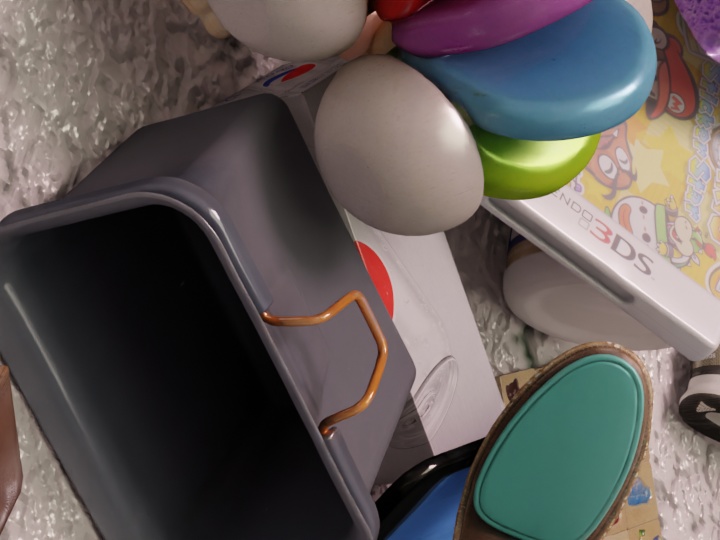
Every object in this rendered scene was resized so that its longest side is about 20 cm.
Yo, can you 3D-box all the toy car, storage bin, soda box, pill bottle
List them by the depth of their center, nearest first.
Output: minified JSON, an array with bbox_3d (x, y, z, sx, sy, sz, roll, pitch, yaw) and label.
[{"bbox_3d":[0.049,-0.124,1.060,0.175,0.150,0.200,-38,100,-32],"label":"toy car"},{"bbox_3d":[-0.050,0.023,1.087,0.200,0.145,0.134,63,32,-23],"label":"storage bin"},{"bbox_3d":[0.000,0.000,1.201,0.068,0.063,0.200,-36,112,-48],"label":"soda box"},{"bbox_3d":[0.144,-0.068,1.354,0.116,0.116,0.200,31,60,-45],"label":"pill bottle"}]

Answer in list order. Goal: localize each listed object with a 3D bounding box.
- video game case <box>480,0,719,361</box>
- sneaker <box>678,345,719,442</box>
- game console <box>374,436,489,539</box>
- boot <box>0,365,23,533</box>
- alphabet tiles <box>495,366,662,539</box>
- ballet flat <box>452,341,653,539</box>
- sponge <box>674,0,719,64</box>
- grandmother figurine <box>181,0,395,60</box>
[{"bbox_3d":[0.130,-0.081,1.255,0.182,0.023,0.200,36,52,-12],"label":"video game case"},{"bbox_3d":[0.271,0.065,1.524,0.200,0.076,0.115,33,61,-41],"label":"sneaker"},{"bbox_3d":[0.059,0.159,1.203,0.200,0.116,0.176,-14,95,-49],"label":"game console"},{"bbox_3d":[-0.203,0.094,0.926,0.186,0.064,0.200,58,46,-47],"label":"boot"},{"bbox_3d":[0.116,0.149,1.370,0.166,0.006,0.200,-10,92,-51],"label":"alphabet tiles"},{"bbox_3d":[0.072,0.120,1.132,0.200,0.070,0.065,-63,175,6],"label":"ballet flat"},{"bbox_3d":[0.190,-0.156,1.303,0.112,0.030,0.200,24,30,-33],"label":"sponge"},{"bbox_3d":[-0.062,-0.160,1.119,0.200,0.061,0.121,26,39,-28],"label":"grandmother figurine"}]
